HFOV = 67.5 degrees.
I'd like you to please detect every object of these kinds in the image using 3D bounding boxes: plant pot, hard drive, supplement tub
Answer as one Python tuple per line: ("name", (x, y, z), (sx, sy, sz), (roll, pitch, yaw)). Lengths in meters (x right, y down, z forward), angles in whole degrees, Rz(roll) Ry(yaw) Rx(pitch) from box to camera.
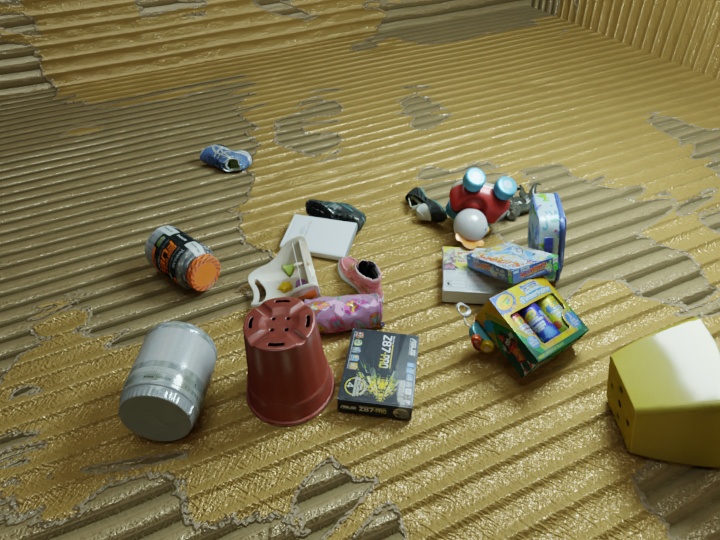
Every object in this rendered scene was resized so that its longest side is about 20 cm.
("plant pot", (0.578, 0.240, 1.019), (0.172, 0.203, 0.202), (-9, 39, 8))
("hard drive", (-0.119, -0.097, 1.554), (0.195, 0.027, 0.134), (10, 53, 14))
("supplement tub", (-0.471, -0.030, 1.435), (0.197, 0.125, 0.122), (26, 47, 31))
("plant pot", (-0.155, 0.177, 1.117), (0.195, 0.199, 0.203), (-1, 40, 1))

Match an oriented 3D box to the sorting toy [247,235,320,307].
("sorting toy", (-0.201, 0.030, 1.378), (0.176, 0.108, 0.202), (-16, 42, -4))

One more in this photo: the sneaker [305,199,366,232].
("sneaker", (-0.075, -0.170, 1.632), (0.196, 0.077, 0.079), (22, 35, 14))

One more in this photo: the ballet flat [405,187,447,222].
("ballet flat", (0.192, -0.190, 1.641), (0.067, 0.069, 0.201), (-23, 34, -9))

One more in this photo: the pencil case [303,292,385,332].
("pencil case", (-0.041, 0.102, 1.292), (0.194, 0.089, 0.088), (-6, 40, -5))

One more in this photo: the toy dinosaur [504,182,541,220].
("toy dinosaur", (0.486, -0.208, 1.650), (0.196, 0.078, 0.103), (-18, 54, -26))

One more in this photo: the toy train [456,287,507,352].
("toy train", (0.308, 0.123, 1.245), (0.196, 0.056, 0.152), (-7, 55, -27))

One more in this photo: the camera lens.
("camera lens", (-0.390, 0.220, 1.106), (0.155, 0.163, 0.202), (0, 40, 3))

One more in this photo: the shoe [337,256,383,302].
("shoe", (0.000, 0.000, 1.398), (0.070, 0.093, 0.201), (-20, 43, -20))

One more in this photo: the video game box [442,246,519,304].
("video game box", (0.309, 0.012, 1.405), (0.194, 0.048, 0.184), (4, 42, 7))

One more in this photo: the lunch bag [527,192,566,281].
("lunch bag", (0.478, -0.081, 1.386), (0.080, 0.204, 0.162), (-1, 37, 12))

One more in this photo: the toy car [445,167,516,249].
("toy car", (0.326, -0.141, 1.500), (0.172, 0.185, 0.205), (14, 65, -6))

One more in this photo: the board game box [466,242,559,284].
("board game box", (0.368, -0.021, 1.319), (0.132, 0.035, 0.199), (-16, 17, -17))

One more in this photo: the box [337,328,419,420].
("box", (0.043, 0.221, 1.171), (0.157, 0.050, 0.202), (7, 41, 7))

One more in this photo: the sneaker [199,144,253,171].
("sneaker", (-0.483, -0.394, 1.900), (0.195, 0.077, 0.078), (6, 36, 12))

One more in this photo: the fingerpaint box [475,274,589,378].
("fingerpaint box", (0.382, 0.115, 1.194), (0.197, 0.074, 0.168), (-18, 61, -34))
